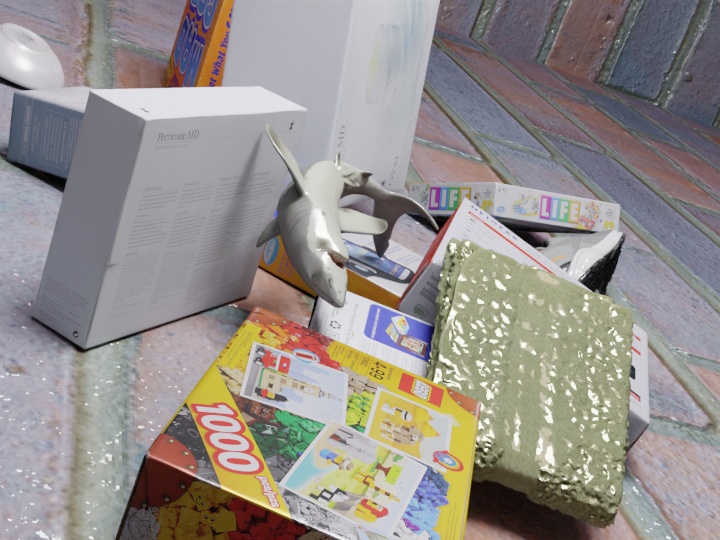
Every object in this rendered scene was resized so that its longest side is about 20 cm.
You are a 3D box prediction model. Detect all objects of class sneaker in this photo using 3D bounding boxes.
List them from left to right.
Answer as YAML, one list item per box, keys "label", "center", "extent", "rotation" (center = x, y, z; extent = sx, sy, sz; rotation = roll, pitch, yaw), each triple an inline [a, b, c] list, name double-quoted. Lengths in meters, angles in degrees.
- label: "sneaker"
  center: [0.220, -0.010, 1.196]
  extent: [0.078, 0.075, 0.199]
  rotation: [23, 18, 21]

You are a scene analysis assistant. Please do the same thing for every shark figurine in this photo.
- label: "shark figurine"
  center: [-0.032, -0.040, 0.852]
  extent: [0.129, 0.089, 0.214]
  rotation: [52, 24, 1]

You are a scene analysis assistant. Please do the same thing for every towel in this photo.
- label: "towel"
  center: [0.112, 0.068, 0.769]
  extent: [0.146, 0.037, 0.202]
  rotation: [20, 43, -6]

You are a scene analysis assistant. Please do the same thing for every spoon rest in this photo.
- label: "spoon rest"
  center: [-0.388, -0.237, 1.171]
  extent: [0.199, 0.061, 0.100]
  rotation: [35, 20, -4]

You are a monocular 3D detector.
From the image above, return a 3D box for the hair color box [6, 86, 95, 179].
- label: "hair color box"
  center: [-0.179, -0.098, 0.954]
  extent: [0.197, 0.062, 0.099]
  rotation: [17, 17, 20]

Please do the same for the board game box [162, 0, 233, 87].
- label: "board game box"
  center: [-0.086, -0.240, 1.267]
  extent: [0.197, 0.203, 0.200]
  rotation: [14, 20, -22]

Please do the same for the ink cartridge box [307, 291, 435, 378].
- label: "ink cartridge box"
  center: [0.053, 0.080, 0.791]
  extent: [0.197, 0.037, 0.095]
  rotation: [20, 35, -2]

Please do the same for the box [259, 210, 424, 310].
- label: "box"
  center: [0.000, 0.000, 0.975]
  extent: [0.198, 0.042, 0.119]
  rotation: [26, 19, 19]

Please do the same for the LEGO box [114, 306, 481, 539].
- label: "LEGO box"
  center: [-0.023, 0.110, 0.592]
  extent: [0.147, 0.078, 0.200]
  rotation: [22, 19, 1]

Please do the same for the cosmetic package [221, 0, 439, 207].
- label: "cosmetic package"
  center: [-0.029, -0.173, 1.062]
  extent: [0.121, 0.203, 0.199]
  rotation: [17, 16, 22]

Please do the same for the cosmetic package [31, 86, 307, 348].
- label: "cosmetic package"
  center: [-0.122, -0.044, 0.782]
  extent: [0.051, 0.153, 0.199]
  rotation: [28, 19, 19]

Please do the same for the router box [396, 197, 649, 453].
- label: "router box"
  center: [0.136, 0.041, 0.917]
  extent: [0.199, 0.049, 0.180]
  rotation: [37, 22, 0]

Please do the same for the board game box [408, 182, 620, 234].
- label: "board game box"
  center: [0.168, -0.067, 1.263]
  extent: [0.198, 0.035, 0.133]
  rotation: [6, 0, -40]
